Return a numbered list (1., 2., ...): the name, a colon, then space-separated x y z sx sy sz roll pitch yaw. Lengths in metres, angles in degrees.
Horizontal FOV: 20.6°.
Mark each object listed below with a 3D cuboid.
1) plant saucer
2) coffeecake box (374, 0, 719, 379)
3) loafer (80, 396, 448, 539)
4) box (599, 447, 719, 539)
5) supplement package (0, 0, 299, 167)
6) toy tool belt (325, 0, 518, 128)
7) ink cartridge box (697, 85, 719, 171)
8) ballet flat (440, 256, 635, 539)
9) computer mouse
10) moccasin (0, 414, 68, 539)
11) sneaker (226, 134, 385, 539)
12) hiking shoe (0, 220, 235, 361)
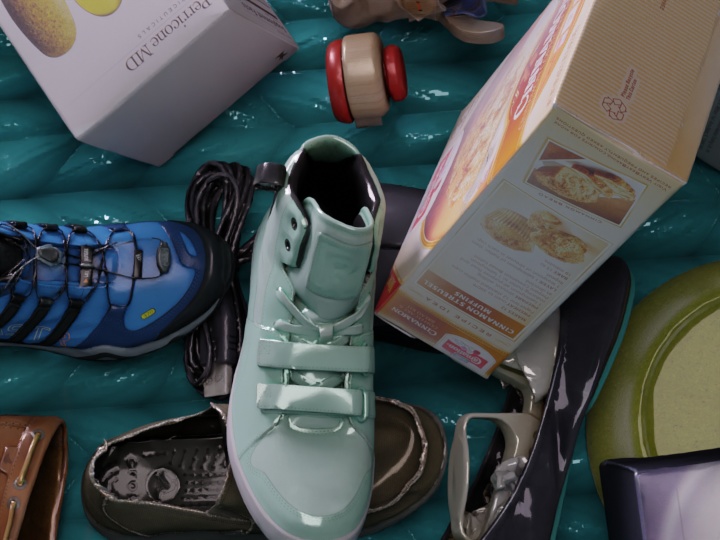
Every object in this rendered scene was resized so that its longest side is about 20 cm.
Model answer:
1. plant saucer: 0.221 0.084 1.061 0.198 0.031 0.202 0 73 1
2. coffeecake box: 0.099 -0.063 0.978 0.073 0.200 0.154 30 53 -7
3. loafer: -0.053 0.106 1.031 0.198 0.070 0.076 -10 73 3
4. box: 0.232 0.181 0.963 0.197 0.123 0.202 -8 87 0
5. supplement package: -0.144 -0.173 1.089 0.114 0.109 0.201 -39 75 11
6. toy tool belt: 0.038 -0.184 1.099 0.122 0.125 0.202 -6 73 8
7. ink cartridge box: 0.241 -0.099 1.055 0.199 0.146 0.083 34 72 10
8. ballet flat: 0.087 0.075 1.041 0.073 0.073 0.201 18 76 6
9. computer mouse: 0.000 0.000 1.078 0.198 0.053 0.140 0 72 1
10. moccasin: -0.176 0.174 1.022 0.077 0.074 0.203 -5 63 10
11. sneaker: -0.024 0.032 0.969 0.073 0.118 0.202 1 62 -10
12. hiking shoe: -0.167 0.008 1.049 0.198 0.087 0.075 -8 74 8
